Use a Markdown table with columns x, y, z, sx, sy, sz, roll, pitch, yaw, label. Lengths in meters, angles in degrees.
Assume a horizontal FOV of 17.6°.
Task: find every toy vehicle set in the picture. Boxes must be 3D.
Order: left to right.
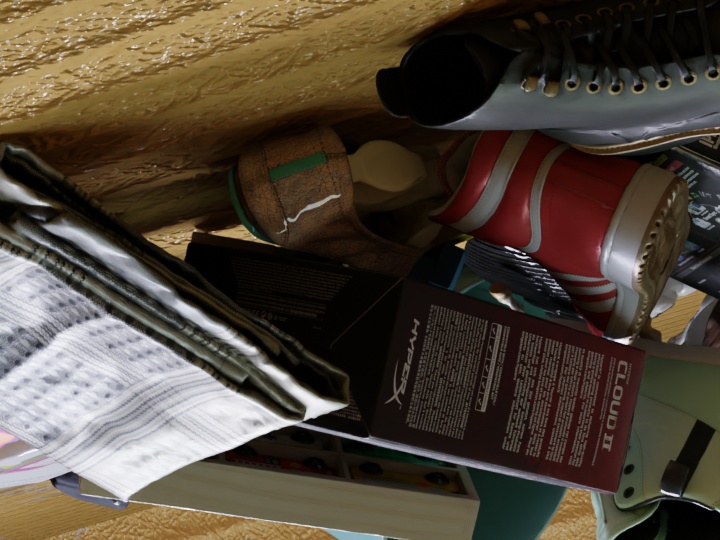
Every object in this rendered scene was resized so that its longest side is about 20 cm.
| x | y | z | sx | sy | sz | roll | pitch | yaw | label |
| --- | --- | --- | --- | --- | --- | --- | --- | --- | --- |
| -0.046 | 0.094 | 1.199 | 0.199 | 0.027 | 0.124 | 9 | -165 | -10 | toy vehicle set |

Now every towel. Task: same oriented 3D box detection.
| x | y | z | sx | sy | sz | roll | pitch | yaw | label |
| --- | --- | --- | --- | --- | --- | --- | --- | --- | --- |
| -0.129 | 0.033 | 1.008 | 0.192 | 0.035 | 0.200 | 36 | 146 | -21 | towel |

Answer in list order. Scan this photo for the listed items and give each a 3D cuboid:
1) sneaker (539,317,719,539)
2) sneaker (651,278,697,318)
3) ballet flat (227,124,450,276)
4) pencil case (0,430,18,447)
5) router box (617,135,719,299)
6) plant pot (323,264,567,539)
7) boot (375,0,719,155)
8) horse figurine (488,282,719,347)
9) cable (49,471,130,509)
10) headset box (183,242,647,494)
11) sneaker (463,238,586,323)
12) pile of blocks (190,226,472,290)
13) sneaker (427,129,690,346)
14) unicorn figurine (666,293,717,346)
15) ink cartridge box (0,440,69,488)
| x | y | z | sx | sy | sz | roll | pitch | yaw | label |
| --- | --- | --- | --- | --- | --- | --- | --- | --- | --- |
| 0.112 | 0.091 | 1.186 | 0.200 | 0.074 | 0.118 | 2 | -138 | 28 | sneaker |
| 0.208 | -0.039 | 1.423 | 0.200 | 0.084 | 0.081 | -32 | -172 | 12 | sneaker |
| 0.007 | -0.033 | 1.098 | 0.067 | 0.068 | 0.200 | -26 | 171 | 18 | ballet flat |
| -0.175 | 0.038 | 1.188 | 0.088 | 0.089 | 0.200 | -10 | 168 | -32 | pencil case |
| 0.197 | -0.037 | 1.162 | 0.149 | 0.062 | 0.200 | 23 | 166 | -4 | router box |
| 0.020 | 0.079 | 1.434 | 0.161 | 0.202 | 0.200 | 17 | -164 | 41 | plant pot |
| 0.118 | -0.087 | 0.918 | 0.138 | 0.078 | 0.200 | -1 | 163 | -43 | boot |
| 0.126 | 0.061 | 1.277 | 0.199 | 0.133 | 0.050 | -3 | -137 | 32 | horse figurine |
| -0.147 | 0.087 | 1.543 | 0.163 | 0.051 | 0.200 | -45 | -157 | -24 | cable |
| 0.028 | 0.049 | 1.107 | 0.148 | 0.075 | 0.200 | 9 | 175 | 46 | headset box |
| 0.121 | -0.020 | 1.330 | 0.074 | 0.089 | 0.200 | 20 | 177 | 26 | sneaker |
| 0.000 | 0.000 | 1.242 | 0.199 | 0.082 | 0.062 | -17 | 172 | 5 | pile of blocks |
| 0.094 | -0.022 | 1.112 | 0.112 | 0.071 | 0.200 | 24 | 167 | 12 | sneaker |
| 0.207 | 0.053 | 1.329 | 0.137 | 0.074 | 0.200 | -50 | -163 | 36 | unicorn figurine |
| -0.180 | 0.071 | 1.385 | 0.199 | 0.085 | 0.144 | -22 | 169 | 34 | ink cartridge box |
